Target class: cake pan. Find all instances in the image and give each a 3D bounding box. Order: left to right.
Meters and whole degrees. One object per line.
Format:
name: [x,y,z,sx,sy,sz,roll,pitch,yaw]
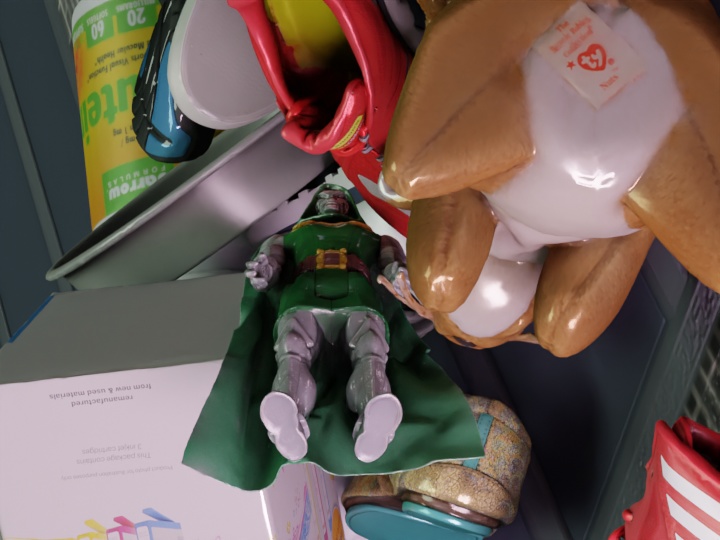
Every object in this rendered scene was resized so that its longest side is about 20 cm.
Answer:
cake pan: [-0.066,-0.043,1.409,0.037,0.200,0.200,53,161,-7]

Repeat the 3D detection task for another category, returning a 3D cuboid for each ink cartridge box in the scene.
ink cartridge box: [-0.081,0.117,1.284,0.129,0.125,0.200,-61,-38,-69]

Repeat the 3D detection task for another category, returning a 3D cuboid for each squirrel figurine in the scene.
squirrel figurine: [0.073,-0.062,1.112,0.187,0.141,0.200,114,164,-70]

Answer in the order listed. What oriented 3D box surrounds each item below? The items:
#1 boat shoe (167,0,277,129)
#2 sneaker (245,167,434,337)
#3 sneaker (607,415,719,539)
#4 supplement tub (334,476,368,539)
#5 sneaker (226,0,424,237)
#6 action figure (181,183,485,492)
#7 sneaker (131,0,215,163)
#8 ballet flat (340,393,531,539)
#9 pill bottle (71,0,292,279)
boat shoe: [-0.044,-0.141,1.373,0.071,0.070,0.201,-26,31,54]
sneaker: [0.000,0.000,1.370,0.200,0.076,0.081,146,111,-69]
sneaker: [0.114,0.114,1.076,0.200,0.078,0.116,-3,79,58]
supplement tub: [-0.060,0.102,1.461,0.200,0.122,0.123,173,96,-70]
sneaker: [-0.006,-0.071,1.205,0.200,0.077,0.085,57,-145,-34]
action figure: [-0.013,0.018,1.186,0.200,0.118,0.055,-93,6,-63]
sneaker: [-0.065,-0.120,1.447,0.200,0.082,0.073,-81,15,-51]
ballet flat: [0.037,0.089,1.271,0.200,0.071,0.071,134,133,-78]
pill bottle: [-0.095,-0.055,1.564,0.111,0.111,0.200,135,130,-64]
